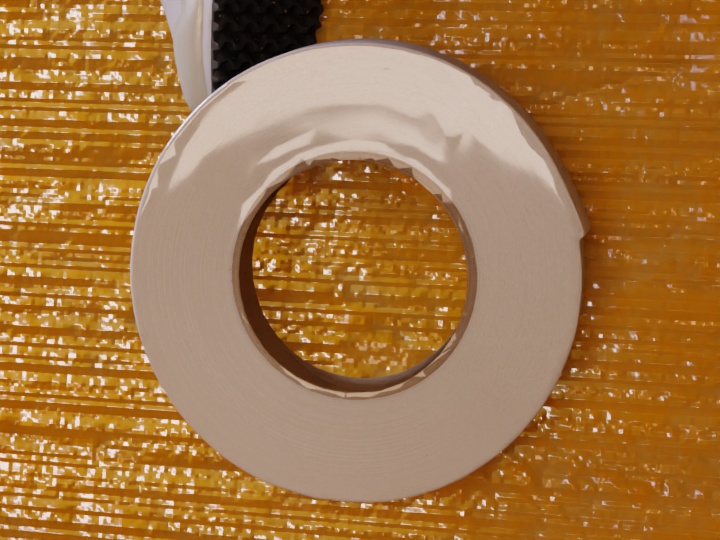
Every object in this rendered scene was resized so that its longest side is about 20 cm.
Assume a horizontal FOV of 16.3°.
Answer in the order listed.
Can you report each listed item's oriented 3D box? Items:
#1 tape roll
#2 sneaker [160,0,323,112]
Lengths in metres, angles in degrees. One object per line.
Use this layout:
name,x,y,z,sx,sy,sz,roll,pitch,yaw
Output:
tape roll,0.000,0.000,1.092,0.201,0.037,0.205,1,98,8
sneaker,-0.073,-0.166,1.147,0.093,0.070,0.202,4,97,44
